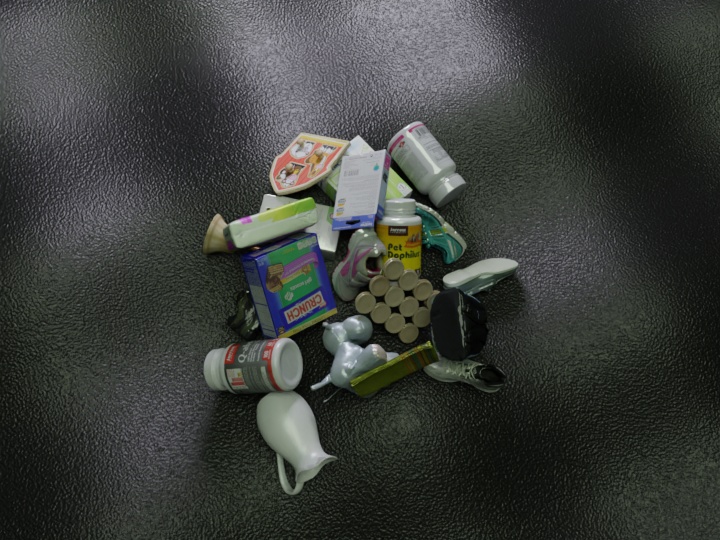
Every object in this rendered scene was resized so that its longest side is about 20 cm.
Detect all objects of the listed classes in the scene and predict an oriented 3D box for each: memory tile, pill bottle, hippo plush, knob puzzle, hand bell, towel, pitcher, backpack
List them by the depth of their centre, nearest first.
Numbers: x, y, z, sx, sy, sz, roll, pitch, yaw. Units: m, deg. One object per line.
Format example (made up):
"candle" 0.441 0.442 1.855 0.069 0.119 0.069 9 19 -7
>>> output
"pitcher" -0.159 0.378 1.624 0.121 0.172 0.200 -1 48 -50
"pill bottle" -0.239 0.214 1.630 0.200 0.116 0.116 -8 71 25
"towel" 0.078 0.224 1.631 0.200 0.086 0.018 -27 51 4
"backpack" 0.226 0.127 1.683 0.154 0.200 0.163 -10 82 36
"hippo plush" -0.019 0.196 1.693 0.200 0.159 0.161 -27 52 4
"memory tile" 0.095 0.071 1.713 0.200 0.017 0.153 37 95 -30
"pill bottle" 0.090 -0.067 1.743 0.109 0.109 0.200 -1 101 -5
"hand bell" -0.262 -0.054 1.754 0.200 0.104 0.104 19 72 1
"knob puzzle" -0.147 -0.265 1.808 0.219 0.030 0.220 -15 46 16
"pill bottle" 0.168 -0.263 1.845 0.113 0.113 0.200 -33 78 -13

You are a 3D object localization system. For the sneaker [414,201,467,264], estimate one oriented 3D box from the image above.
"sneaker" 0.173 -0.097 1.799 0.200 0.078 0.080 42 85 -11

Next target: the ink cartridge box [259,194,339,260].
"ink cartridge box" -0.149 -0.106 1.796 0.200 0.067 0.117 13 72 -1

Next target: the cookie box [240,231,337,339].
"cookie box" -0.160 0.034 1.676 0.171 0.075 0.200 -26 111 -32

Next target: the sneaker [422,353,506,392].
"sneaker" 0.242 0.222 1.699 0.200 0.115 0.076 16 72 1

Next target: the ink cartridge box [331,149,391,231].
"ink cartridge box" 0.002 -0.181 1.726 0.119 0.042 0.200 -4 64 30

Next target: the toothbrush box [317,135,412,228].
"toothbrush box" 0.007 -0.209 1.831 0.146 0.086 0.200 -40 78 -15

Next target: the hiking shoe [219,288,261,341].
"hiking shoe" -0.247 0.061 1.733 0.101 0.076 0.200 27 69 6

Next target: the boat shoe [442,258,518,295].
"boat shoe" 0.295 0.022 1.805 0.200 0.073 0.062 -17 118 -16

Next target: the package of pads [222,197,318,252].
"package of pads" -0.205 -0.100 1.666 0.200 0.154 0.068 -19 93 -16

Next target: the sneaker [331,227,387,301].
"sneaker" 0.000 0.000 1.714 0.081 0.200 0.088 -10 45 -38
